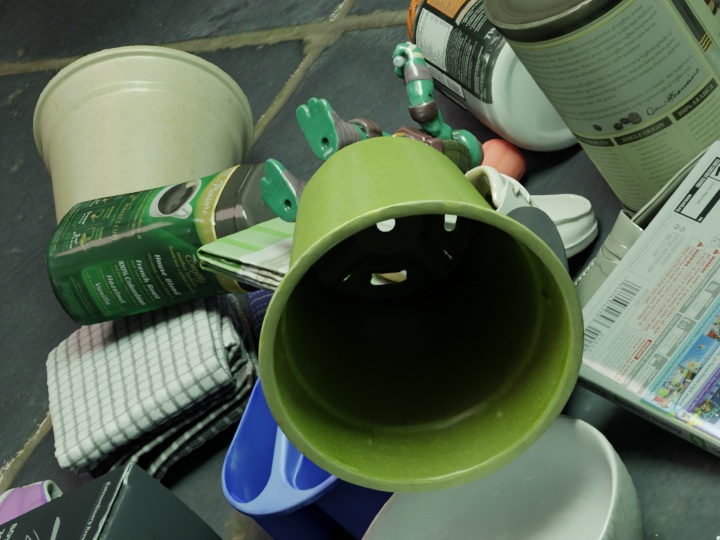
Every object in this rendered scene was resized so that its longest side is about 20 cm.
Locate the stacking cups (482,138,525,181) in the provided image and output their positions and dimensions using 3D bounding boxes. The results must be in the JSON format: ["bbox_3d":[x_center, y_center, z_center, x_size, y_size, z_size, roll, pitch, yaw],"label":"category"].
[{"bbox_3d":[0.069,-0.018,1.738,0.060,0.061,0.200,1,45,49],"label":"stacking cups"}]

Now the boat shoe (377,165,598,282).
[{"bbox_3d":[0.094,-0.040,1.625,0.199,0.070,0.071,-12,23,-37],"label":"boat shoe"}]

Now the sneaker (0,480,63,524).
[{"bbox_3d":[-0.280,0.237,1.767,0.114,0.073,0.201,-23,33,22],"label":"sneaker"}]

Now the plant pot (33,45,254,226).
[{"bbox_3d":[-0.190,-0.060,1.974,0.200,0.200,0.184,-26,44,22],"label":"plant pot"}]

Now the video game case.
[{"bbox_3d":[0.247,0.022,1.451,0.182,0.022,0.200,27,68,37],"label":"video game case"}]

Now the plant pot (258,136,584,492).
[{"bbox_3d":[0.025,0.006,1.442,0.200,0.200,0.190,-34,27,10],"label":"plant pot"}]

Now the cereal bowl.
[{"bbox_3d":[0.093,0.189,1.393,0.199,0.083,0.201,-29,31,19],"label":"cereal bowl"}]

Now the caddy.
[{"bbox_3d":[-0.020,0.108,1.607,0.141,0.105,0.201,-16,37,34],"label":"caddy"}]

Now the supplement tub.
[{"bbox_3d":[0.118,-0.180,1.827,0.122,0.123,0.200,-41,29,-2],"label":"supplement tub"}]

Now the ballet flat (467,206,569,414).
[{"bbox_3d":[0.105,0.039,1.527,0.073,0.073,0.201,-17,61,35],"label":"ballet flat"}]

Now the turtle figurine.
[{"bbox_3d":[0.026,-0.088,1.654,0.101,0.199,0.150,35,120,34],"label":"turtle figurine"}]

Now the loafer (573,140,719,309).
[{"bbox_3d":[0.193,-0.012,1.565,0.200,0.070,0.070,-42,32,-2],"label":"loafer"}]

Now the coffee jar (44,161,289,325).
[{"bbox_3d":[-0.143,-0.022,1.790,0.199,0.086,0.104,-12,30,25],"label":"coffee jar"}]

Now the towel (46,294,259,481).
[{"bbox_3d":[-0.163,0.089,1.824,0.165,0.086,0.200,-34,29,6],"label":"towel"}]

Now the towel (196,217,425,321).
[{"bbox_3d":[0.000,0.000,1.649,0.199,0.031,0.149,16,23,33],"label":"towel"}]

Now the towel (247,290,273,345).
[{"bbox_3d":[-0.039,-0.019,1.888,0.144,0.024,0.200,-34,30,9],"label":"towel"}]

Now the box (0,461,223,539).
[{"bbox_3d":[-0.211,0.247,1.609,0.199,0.104,0.148,-26,30,40],"label":"box"}]

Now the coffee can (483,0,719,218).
[{"bbox_3d":[0.200,-0.152,1.615,0.146,0.200,0.147,-28,31,19],"label":"coffee can"}]
